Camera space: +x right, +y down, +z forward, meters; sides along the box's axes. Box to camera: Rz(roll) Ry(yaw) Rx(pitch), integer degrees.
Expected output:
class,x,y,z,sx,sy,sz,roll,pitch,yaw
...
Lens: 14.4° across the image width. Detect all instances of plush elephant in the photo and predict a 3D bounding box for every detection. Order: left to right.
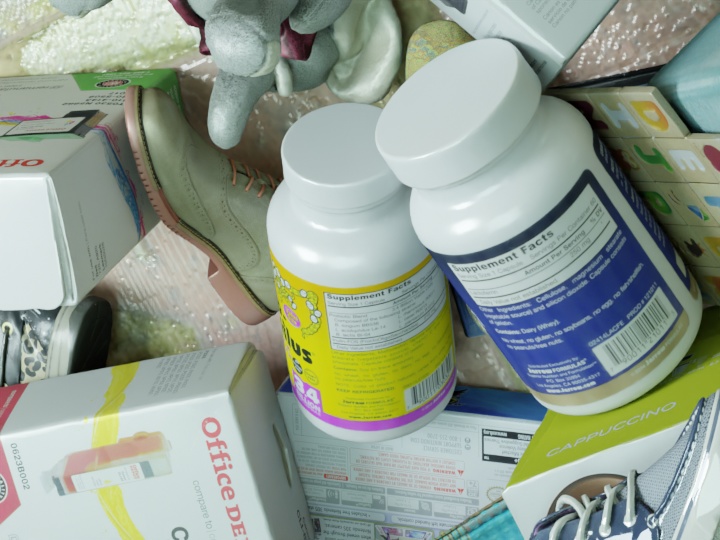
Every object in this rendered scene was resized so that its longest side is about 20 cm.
class,x,y,z,sx,sy,sz,roll,pitch,yaw
plush elephant,-0.064,-0.149,1.666,0.164,0.200,0.155,15,139,27

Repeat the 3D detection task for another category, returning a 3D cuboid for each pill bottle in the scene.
class,x,y,z,sx,sy,sz,roll,pitch,yaw
pill bottle,0.000,0.000,1.687,0.104,0.105,0.201,8,135,16
pill bottle,0.098,-0.025,1.591,0.115,0.116,0.200,-21,123,25

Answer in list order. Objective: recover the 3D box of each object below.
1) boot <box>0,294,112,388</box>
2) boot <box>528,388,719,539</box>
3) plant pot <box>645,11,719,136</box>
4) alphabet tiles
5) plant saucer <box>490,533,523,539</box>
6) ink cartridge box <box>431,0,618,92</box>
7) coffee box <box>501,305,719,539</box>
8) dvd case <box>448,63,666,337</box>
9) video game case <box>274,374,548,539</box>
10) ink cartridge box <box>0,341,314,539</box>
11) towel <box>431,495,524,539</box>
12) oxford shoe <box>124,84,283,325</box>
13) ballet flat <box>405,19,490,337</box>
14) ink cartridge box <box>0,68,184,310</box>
class,x,y,z,sx,sy,sz,roll,pitch,yaw
boot,-0.252,0.080,1.866,0.153,0.073,0.205,24,117,14
boot,0.138,0.139,1.519,0.090,0.073,0.201,20,115,5
plant pot,0.296,-0.097,1.484,0.196,0.200,0.196,-45,93,-4
alphabet tiles,0.175,-0.039,1.593,0.167,0.006,0.200,51,162,-20
plant saucer,0.087,0.243,1.753,0.199,0.037,0.201,-4,113,-9
ink cartridge box,0.074,-0.222,1.582,0.200,0.083,0.145,40,80,1
coffee box,0.227,0.137,1.642,0.199,0.200,0.199,-22,103,25
dvd case,0.136,-0.042,1.705,0.199,0.018,0.144,-10,107,24
video game case,0.048,0.161,1.802,0.199,0.045,0.183,6,112,17
ink cartridge box,-0.145,0.139,1.772,0.199,0.083,0.146,-12,109,13
towel,0.068,0.222,1.710,0.199,0.022,0.147,-30,113,4
oxford shoe,-0.078,-0.049,1.724,0.073,0.071,0.200,-18,138,18
ballet flat,0.071,-0.048,1.679,0.070,0.071,0.201,-12,106,23
ink cartridge box,-0.204,-0.051,1.719,0.144,0.200,0.085,-1,111,19
